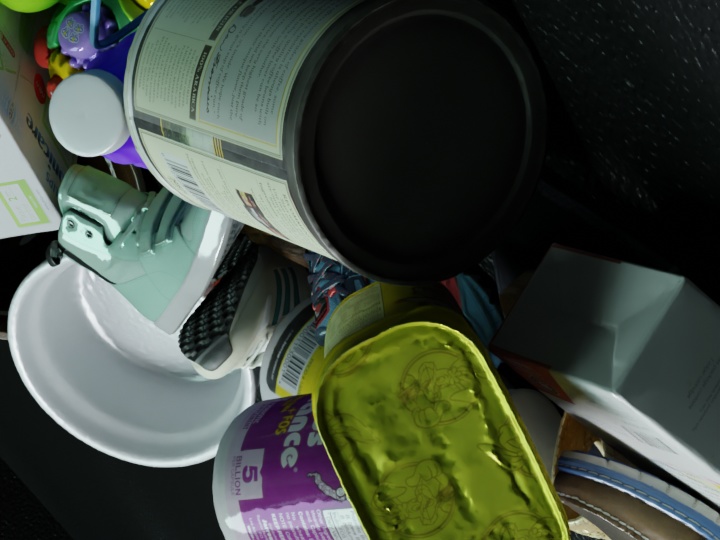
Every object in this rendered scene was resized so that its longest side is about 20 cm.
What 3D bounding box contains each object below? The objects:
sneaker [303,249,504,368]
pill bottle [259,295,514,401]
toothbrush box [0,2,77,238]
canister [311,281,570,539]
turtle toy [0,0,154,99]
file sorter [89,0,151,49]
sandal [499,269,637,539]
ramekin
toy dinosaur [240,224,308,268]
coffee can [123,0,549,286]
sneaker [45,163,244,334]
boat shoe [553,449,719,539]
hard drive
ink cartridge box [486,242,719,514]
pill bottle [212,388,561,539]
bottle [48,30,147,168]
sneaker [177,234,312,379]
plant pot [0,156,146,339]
[{"bbox_3d":[0.000,0.000,1.394,0.200,0.095,0.079,46,161,15],"label":"sneaker"},{"bbox_3d":[0.033,0.095,1.476,0.200,0.114,0.114,32,154,47],"label":"pill bottle"},{"bbox_3d":[-0.253,-0.142,1.563,0.146,0.086,0.200,66,-159,-48],"label":"toothbrush box"},{"bbox_3d":[0.036,0.081,1.126,0.149,0.086,0.200,63,-177,-7],"label":"canister"},{"bbox_3d":[-0.166,-0.151,1.489,0.200,0.101,0.146,61,161,-9],"label":"turtle toy"},{"bbox_3d":[-0.159,-0.243,1.262,0.200,0.123,0.139,48,163,8],"label":"file sorter"},{"bbox_3d":[0.119,0.104,1.205,0.212,0.070,0.078,57,162,-18],"label":"sandal"},{"bbox_3d":[-0.159,0.043,1.741,0.200,0.098,0.201,11,127,14],"label":"ramekin"},{"bbox_3d":[-0.096,-0.056,1.567,0.200,0.060,0.106,42,171,23],"label":"toy dinosaur"},{"bbox_3d":[-0.017,-0.084,1.186,0.200,0.146,0.147,22,147,57],"label":"coffee can"},{"bbox_3d":[-0.139,-0.035,1.472,0.118,0.074,0.200,33,147,-4],"label":"sneaker"},{"bbox_3d":[0.170,0.162,1.139,0.200,0.072,0.072,34,172,-13],"label":"boat shoe"},{"bbox_3d":[0.132,0.044,1.243,0.135,0.042,0.200,37,158,38],"label":"hard drive"},{"bbox_3d":[0.172,0.073,1.107,0.200,0.068,0.116,38,171,-28],"label":"ink cartridge box"},{"bbox_3d":[0.020,0.120,1.329,0.200,0.112,0.112,-11,121,38],"label":"pill bottle"},{"bbox_3d":[-0.115,-0.101,1.336,0.065,0.200,0.084,14,105,19],"label":"bottle"},{"bbox_3d":[-0.062,0.036,1.576,0.093,0.070,0.200,44,-162,-11],"label":"sneaker"},{"bbox_3d":[-0.296,-0.059,1.881,0.201,0.200,0.198,57,169,-19],"label":"plant pot"}]
